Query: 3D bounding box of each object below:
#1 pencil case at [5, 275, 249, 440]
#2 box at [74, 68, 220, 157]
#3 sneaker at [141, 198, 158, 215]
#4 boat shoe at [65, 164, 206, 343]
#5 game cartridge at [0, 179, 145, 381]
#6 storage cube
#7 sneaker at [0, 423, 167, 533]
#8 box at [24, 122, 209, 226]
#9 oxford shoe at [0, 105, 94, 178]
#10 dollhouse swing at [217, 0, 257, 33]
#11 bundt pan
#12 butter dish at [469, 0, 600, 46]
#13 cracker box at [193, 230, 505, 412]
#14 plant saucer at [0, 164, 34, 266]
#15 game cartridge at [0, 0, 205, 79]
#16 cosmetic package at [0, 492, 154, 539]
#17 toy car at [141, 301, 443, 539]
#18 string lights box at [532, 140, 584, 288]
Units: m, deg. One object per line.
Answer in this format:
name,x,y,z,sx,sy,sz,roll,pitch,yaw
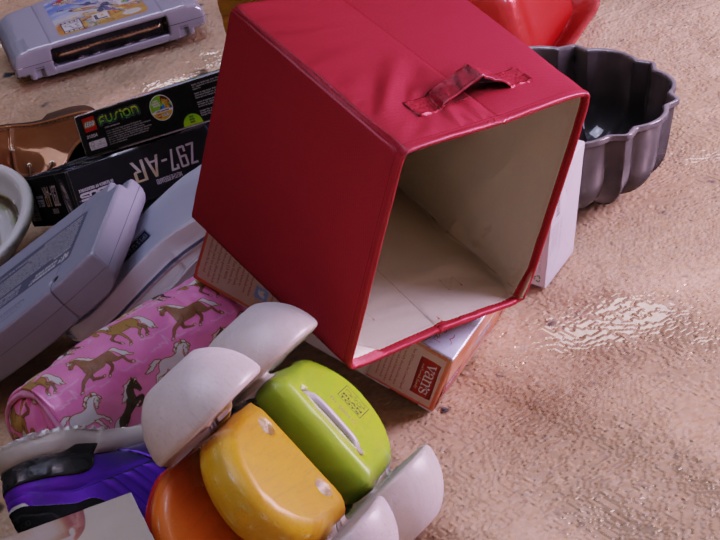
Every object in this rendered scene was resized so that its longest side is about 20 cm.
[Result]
pencil case,-0.153,0.076,1.441,0.083,0.087,0.200,43,51,15
box,-0.112,-0.138,1.610,0.198,0.035,0.110,-15,8,24
sneaker,-0.117,-0.020,1.614,0.118,0.074,0.200,-21,20,-30
boat shoe,-0.137,-0.010,1.551,0.200,0.065,0.074,-40,33,1
game cartridge,-0.246,0.022,1.537,0.199,0.042,0.134,-34,27,26
storage cube,0.016,-0.076,1.371,0.170,0.201,0.180,-20,48,-37
sneaker,-0.142,0.151,1.331,0.199,0.100,0.069,-3,-22,-41
box,-0.183,-0.083,1.688,0.159,0.044,0.200,-21,7,-19
oxford shoe,-0.293,-0.090,1.815,0.199,0.072,0.071,-28,37,-29
dollhouse swing,-0.029,-0.166,1.726,0.180,0.201,0.177,-7,40,8
bundt pan,0.157,-0.109,1.661,0.200,0.076,0.202,-4,28,2
butter dish,0.099,-0.259,1.888,0.198,0.149,0.200,3,33,24
cracker box,0.000,0.000,1.472,0.199,0.058,0.134,29,40,11
plant saucer,-0.356,-0.011,1.698,0.198,0.051,0.201,-13,36,9
game cartridge,-0.269,-0.255,2.118,0.198,0.042,0.133,-18,34,-11
cosmetic package,-0.204,0.220,1.194,0.198,0.104,0.087,-18,30,-14
toy car,-0.059,0.132,1.263,0.150,0.175,0.200,-45,-2,27
string lights box,0.064,-0.070,1.565,0.199,0.103,0.059,19,39,21
